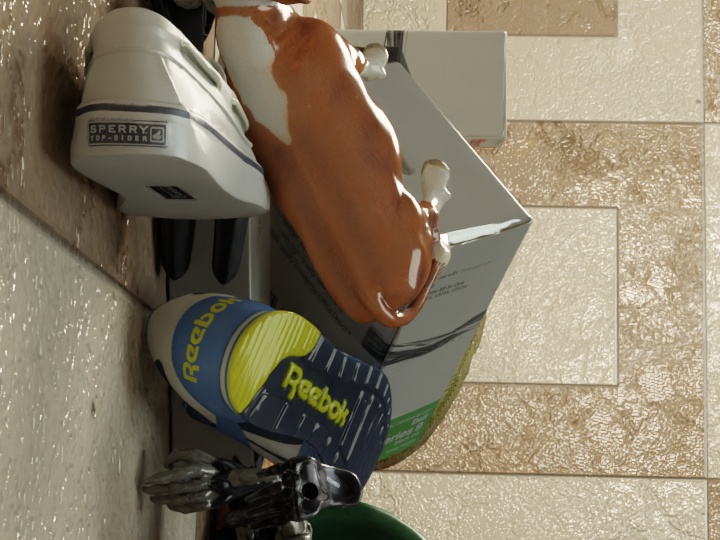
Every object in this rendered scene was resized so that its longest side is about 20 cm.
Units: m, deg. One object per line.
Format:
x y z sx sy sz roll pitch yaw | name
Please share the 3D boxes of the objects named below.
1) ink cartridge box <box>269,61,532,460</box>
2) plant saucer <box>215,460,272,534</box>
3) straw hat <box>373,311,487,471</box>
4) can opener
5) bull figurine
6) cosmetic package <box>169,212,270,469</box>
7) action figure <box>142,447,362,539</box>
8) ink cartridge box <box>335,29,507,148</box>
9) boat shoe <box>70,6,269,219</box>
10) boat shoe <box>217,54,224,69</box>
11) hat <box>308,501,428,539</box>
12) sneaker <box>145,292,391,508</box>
0.000 0.000 0.958 0.146 0.083 0.201 52 -43 28 | ink cartridge box
-0.077 0.159 1.158 0.200 0.037 0.203 2 90 -88 | plant saucer
-0.012 0.033 1.113 0.085 0.200 0.203 22 61 -42 | straw hat
-0.074 -0.089 0.823 0.079 0.063 0.202 -67 158 -74 | can opener
-0.016 -0.070 0.756 0.121 0.065 0.202 -25 95 -67 | bull figurine
-0.078 0.021 0.918 0.083 0.050 0.202 -82 172 -77 | cosmetic package
-0.064 0.145 0.807 0.200 0.101 0.120 139 -53 -66 | action figure
0.014 -0.142 1.263 0.145 0.198 0.085 -31 122 -87 | ink cartridge box
-0.081 -0.062 0.686 0.200 0.071 0.067 38 53 -80 | boat shoe
-0.061 -0.062 1.040 0.070 0.070 0.202 -88 179 -56 | boat shoe
-0.042 0.274 1.071 0.166 0.198 0.177 54 -31 30 | hat
-0.044 0.065 0.857 0.074 0.082 0.200 -65 149 -18 | sneaker
